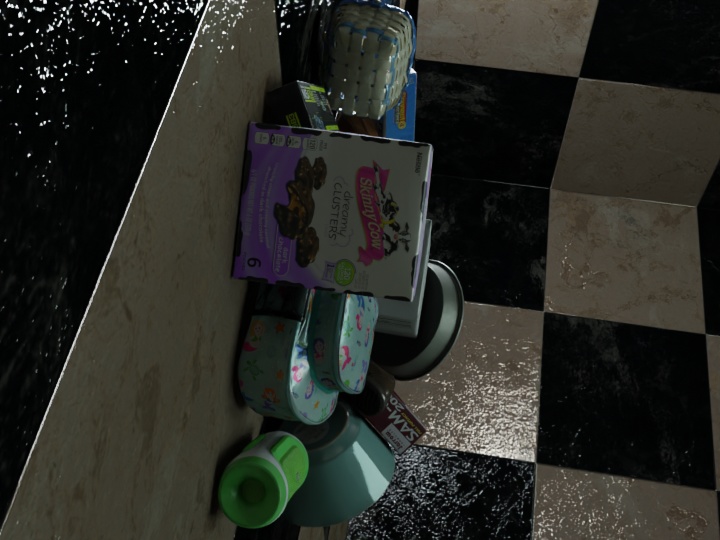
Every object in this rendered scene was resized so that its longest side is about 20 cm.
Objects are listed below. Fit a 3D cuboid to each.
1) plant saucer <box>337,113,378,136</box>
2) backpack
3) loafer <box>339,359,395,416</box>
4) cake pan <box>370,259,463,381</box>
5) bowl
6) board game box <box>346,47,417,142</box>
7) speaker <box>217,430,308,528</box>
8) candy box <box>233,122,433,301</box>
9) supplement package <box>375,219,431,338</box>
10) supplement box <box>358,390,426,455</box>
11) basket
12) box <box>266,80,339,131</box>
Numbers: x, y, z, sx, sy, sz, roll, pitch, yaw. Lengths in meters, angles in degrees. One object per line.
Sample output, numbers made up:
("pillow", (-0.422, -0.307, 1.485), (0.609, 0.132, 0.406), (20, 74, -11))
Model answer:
("plant saucer", (-0.001, -0.194, 1.592), (0.200, 0.032, 0.203), (164, -90, -77))
("backpack", (-0.065, 0.086, 1.106), (0.178, 0.149, 0.202), (56, 49, -62))
("loafer", (-0.030, 0.134, 1.323), (0.071, 0.199, 0.074), (-27, 151, -50))
("cake pan", (0.075, 0.073, 1.433), (0.037, 0.199, 0.203), (26, 66, -42))
("bowl", (-0.055, 0.271, 1.353), (0.202, 0.198, 0.106), (-74, 151, -57))
("board game box", (0.032, -0.284, 1.579), (0.196, 0.055, 0.202), (-123, -153, -50))
("speaker", (-0.115, 0.251, 1.105), (0.200, 0.087, 0.090), (5, 92, -85))
("candy box", (-0.027, -0.064, 0.983), (0.072, 0.197, 0.170), (-29, 126, -83))
("supplement package", (0.000, 0.000, 1.361), (0.111, 0.197, 0.158), (81, 18, -72))
("supplement box", (0.019, 0.198, 1.432), (0.109, 0.061, 0.200), (49, -3, -25))
("basket", (0.013, -0.328, 1.357), (0.201, 0.137, 0.178), (-63, 166, -59))
("box", (-0.046, -0.133, 1.119), (0.200, 0.047, 0.195), (-58, 126, -78))
